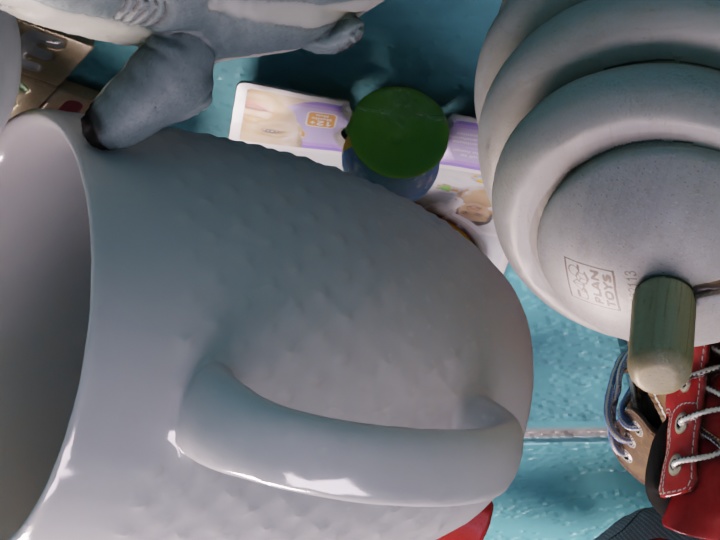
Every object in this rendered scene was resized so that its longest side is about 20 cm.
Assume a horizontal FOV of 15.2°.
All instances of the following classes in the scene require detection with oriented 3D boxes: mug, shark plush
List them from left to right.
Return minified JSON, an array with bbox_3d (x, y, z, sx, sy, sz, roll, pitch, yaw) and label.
[{"bbox_3d":[-0.027,0.037,0.878,0.175,0.148,0.200,9,-172,-28],"label":"mug"},{"bbox_3d":[-0.021,-0.095,0.803,0.199,0.091,0.083,-1,155,6],"label":"shark plush"}]

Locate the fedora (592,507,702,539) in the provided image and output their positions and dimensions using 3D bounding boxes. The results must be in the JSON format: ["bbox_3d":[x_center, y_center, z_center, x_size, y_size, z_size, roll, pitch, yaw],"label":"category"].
[{"bbox_3d":[0.136,0.168,1.220,0.200,0.090,0.177,3,121,-55],"label":"fedora"}]

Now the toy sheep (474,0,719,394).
[{"bbox_3d":[0.097,-0.043,0.775,0.137,0.200,0.138,6,131,7],"label":"toy sheep"}]

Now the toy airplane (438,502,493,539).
[{"bbox_3d":[-0.030,0.148,1.202,0.199,0.141,0.199,-1,152,10],"label":"toy airplane"}]

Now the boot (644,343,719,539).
[{"bbox_3d":[0.132,0.008,0.908,0.072,0.145,0.200,11,150,13],"label":"boot"}]

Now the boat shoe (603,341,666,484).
[{"bbox_3d":[0.137,0.060,1.089,0.072,0.072,0.200,-1,148,27],"label":"boat shoe"}]

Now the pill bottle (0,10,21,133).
[{"bbox_3d":[-0.192,-0.034,0.906,0.111,0.111,0.200,15,150,-18],"label":"pill bottle"}]

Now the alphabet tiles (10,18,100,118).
[{"bbox_3d":[-0.189,-0.066,0.971,0.200,0.008,0.167,19,148,-23],"label":"alphabet tiles"}]

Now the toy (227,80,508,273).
[{"bbox_3d":[0.000,0.000,1.021,0.115,0.047,0.200,9,151,-4],"label":"toy"}]

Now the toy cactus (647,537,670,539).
[{"bbox_3d":[0.185,0.164,0.893,0.165,0.102,0.200,-18,102,33],"label":"toy cactus"}]
